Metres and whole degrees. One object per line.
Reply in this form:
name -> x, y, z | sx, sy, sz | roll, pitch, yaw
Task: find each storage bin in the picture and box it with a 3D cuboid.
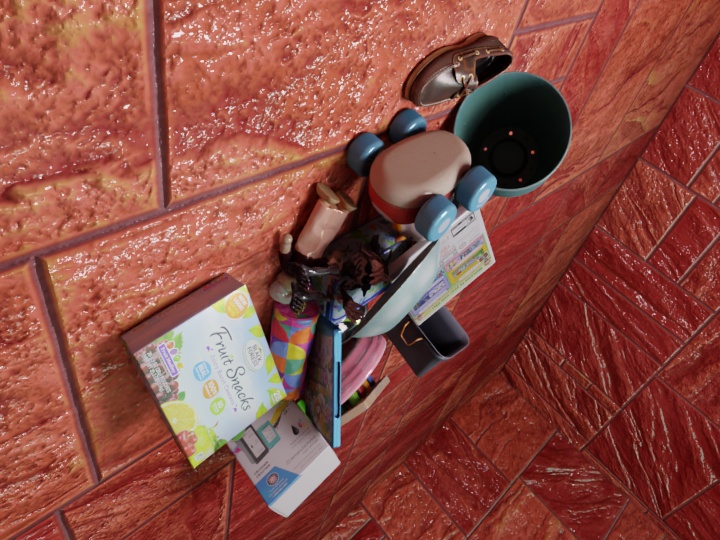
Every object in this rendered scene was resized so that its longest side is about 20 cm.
storage bin -> 0.142, 0.158, 1.310 | 0.143, 0.201, 0.136 | -22, 155, -42

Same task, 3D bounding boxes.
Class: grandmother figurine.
grandmother figurine -> -0.080, -0.031, 0.828 | 0.119, 0.061, 0.202 | 20, 115, -34

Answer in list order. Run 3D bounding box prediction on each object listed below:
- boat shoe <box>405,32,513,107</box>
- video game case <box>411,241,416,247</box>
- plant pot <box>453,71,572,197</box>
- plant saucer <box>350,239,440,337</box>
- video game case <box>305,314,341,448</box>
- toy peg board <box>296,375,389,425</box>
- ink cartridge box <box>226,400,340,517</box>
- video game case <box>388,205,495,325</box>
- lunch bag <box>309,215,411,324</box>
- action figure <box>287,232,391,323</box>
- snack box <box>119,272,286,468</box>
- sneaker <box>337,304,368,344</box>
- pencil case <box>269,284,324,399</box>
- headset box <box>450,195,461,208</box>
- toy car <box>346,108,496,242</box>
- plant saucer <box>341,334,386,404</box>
boat shoe -> 0.155, -0.302, 0.814 | 0.198, 0.070, 0.071 | -37, 154, -22
video game case -> 0.092, 0.004, 1.077 | 0.202, 0.017, 0.146 | -65, 173, -57
plant pot -> 0.273, -0.227, 0.977 | 0.202, 0.200, 0.161 | -50, 165, 5
plant saucer -> 0.063, 0.037, 0.810 | 0.201, 0.039, 0.201 | -48, 179, -1
video game case -> -0.068, 0.184, 0.941 | 0.017, 0.142, 0.208 | -4, 102, -24
toy peg board -> -0.052, 0.301, 1.275 | 0.198, 0.099, 0.199 | -37, 175, 18
ink cartridge box -> -0.160, 0.328, 1.023 | 0.146, 0.200, 0.147 | -39, 153, -15
video game case -> 0.150, -0.009, 0.974 | 0.198, 0.022, 0.183 | -39, 139, -2
lunch bag -> 0.000, 0.000, 0.972 | 0.197, 0.082, 0.163 | -31, 153, -32
action figure -> -0.013, 0.017, 0.810 | 0.195, 0.102, 0.122 | -12, 135, -34
snack box -> -0.208, 0.136, 0.741 | 0.166, 0.067, 0.206 | -32, 125, -30
sneaker -> -0.063, 0.114, 1.037 | 0.199, 0.071, 0.084 | -43, 152, -14
pencil case -> -0.118, 0.129, 0.928 | 0.087, 0.088, 0.205 | -21, 138, -43
headset box -> 0.168, -0.075, 1.080 | 0.203, 0.075, 0.151 | 104, 8, -46
toy car -> 0.083, -0.102, 0.840 | 0.175, 0.184, 0.203 | -33, 153, -27
plant saucer -> -0.034, 0.193, 1.059 | 0.200, 0.051, 0.201 | -45, -174, 6
